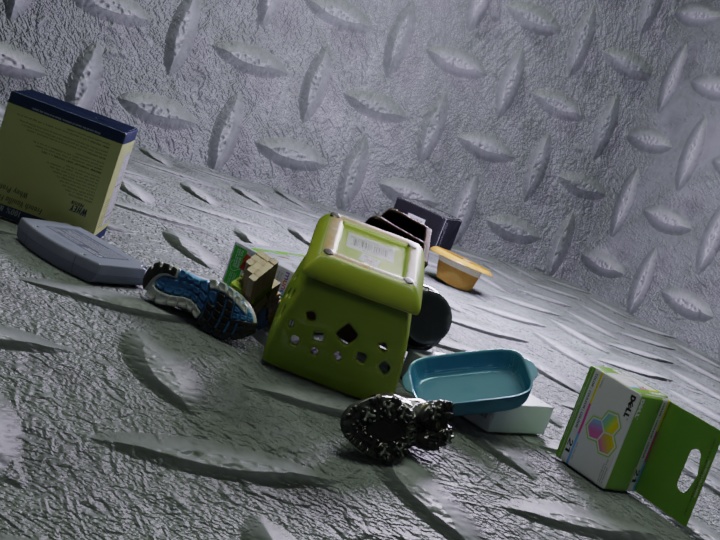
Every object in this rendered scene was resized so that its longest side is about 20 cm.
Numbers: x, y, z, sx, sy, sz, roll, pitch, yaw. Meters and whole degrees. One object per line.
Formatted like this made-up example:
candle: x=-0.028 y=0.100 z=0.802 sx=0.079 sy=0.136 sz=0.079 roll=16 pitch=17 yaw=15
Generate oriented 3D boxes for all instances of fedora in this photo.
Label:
fedora: x=0.268 y=0.003 z=2.872 sx=0.198 sy=0.083 sz=0.201 roll=25 pitch=5 yaw=-2

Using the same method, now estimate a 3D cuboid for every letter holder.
letter holder: x=0.000 y=0.000 z=1.624 sx=0.141 sy=0.201 sz=0.101 roll=28 pitch=33 yaw=-10

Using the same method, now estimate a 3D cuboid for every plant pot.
plant pot: x=-0.011 y=0.042 z=1.482 sx=0.197 sy=0.184 sz=0.200 roll=19 pitch=28 yaw=-3

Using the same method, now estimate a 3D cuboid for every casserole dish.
casserole dish: x=0.159 y=0.167 z=1.512 sx=0.196 sy=0.039 sz=0.122 roll=-7 pitch=31 yaw=-2

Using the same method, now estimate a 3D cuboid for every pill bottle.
pill bottle: x=0.083 y=0.079 z=1.724 sx=0.110 sy=0.114 sz=0.200 roll=18 pitch=-7 yaw=-12

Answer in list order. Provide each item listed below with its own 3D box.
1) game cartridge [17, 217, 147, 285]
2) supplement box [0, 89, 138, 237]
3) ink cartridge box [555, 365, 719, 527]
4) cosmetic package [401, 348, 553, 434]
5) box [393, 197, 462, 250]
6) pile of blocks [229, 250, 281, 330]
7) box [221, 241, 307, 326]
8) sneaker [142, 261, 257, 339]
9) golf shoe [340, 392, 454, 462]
game cartridge: x=-0.430 y=-0.028 z=1.590 sx=0.198 sy=0.041 sz=0.133 roll=26 pitch=7 yaw=32
supplement box: x=-0.504 y=-0.173 z=1.744 sx=0.197 sy=0.203 sz=0.134 roll=19 pitch=9 yaw=-6
ink cartridge box: x=0.387 y=0.242 z=1.454 sx=0.075 sy=0.150 sz=0.199 roll=13 pitch=11 yaw=-35
cosmetic package: x=0.181 y=0.189 z=1.626 sx=0.149 sy=0.052 sz=0.199 roll=8 pitch=15 yaw=-44
box: x=0.224 y=-0.160 z=3.621 sx=0.198 sy=0.125 sz=0.198 roll=26 pitch=11 yaw=20
pile of blocks: x=-0.164 y=0.035 z=1.563 sx=0.062 sy=0.082 sz=0.201 roll=34 pitch=-21 yaw=17
box: x=-0.106 y=0.030 z=1.780 sx=0.175 sy=0.098 sz=0.199 roll=27 pitch=10 yaw=33
sneaker: x=-0.221 y=0.044 z=1.527 sx=0.198 sy=0.076 sz=0.086 roll=27 pitch=3 yaw=27
golf shoe: x=0.028 y=0.188 z=1.265 sx=0.093 sy=0.079 sz=0.199 roll=5 pitch=-6 yaw=40
